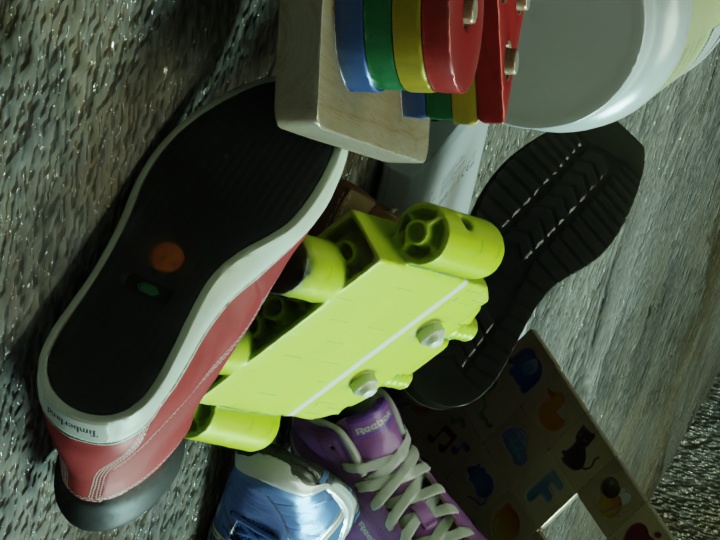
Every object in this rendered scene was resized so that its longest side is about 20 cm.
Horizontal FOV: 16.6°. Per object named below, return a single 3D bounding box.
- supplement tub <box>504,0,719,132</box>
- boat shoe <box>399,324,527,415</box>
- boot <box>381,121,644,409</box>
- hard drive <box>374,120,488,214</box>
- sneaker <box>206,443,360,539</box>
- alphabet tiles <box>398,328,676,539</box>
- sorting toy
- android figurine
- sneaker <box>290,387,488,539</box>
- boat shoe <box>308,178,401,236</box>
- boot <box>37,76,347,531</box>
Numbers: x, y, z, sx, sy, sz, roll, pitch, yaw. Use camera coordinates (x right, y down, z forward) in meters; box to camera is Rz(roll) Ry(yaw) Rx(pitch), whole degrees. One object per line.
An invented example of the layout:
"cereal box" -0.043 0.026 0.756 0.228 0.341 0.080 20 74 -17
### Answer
"supplement tub" 0.123 -0.156 1.364 0.200 0.145 0.145 -35 147 -65
"boat shoe" 0.055 0.082 1.550 0.202 0.075 0.086 -67 166 15
"boot" 0.073 -0.003 1.440 0.200 0.077 0.138 -48 -174 -15
"hard drive" 0.035 -0.020 1.513 0.132 0.026 0.200 -51 160 -45
"sneaker" -0.050 0.160 1.389 0.077 0.076 0.200 -59 166 -28
"alphabet tiles" 0.079 0.138 1.452 0.167 0.200 0.008 -46 146 22
"sorting toy" 0.029 -0.150 1.045 0.200 0.070 0.199 7 87 -76
"android figurine" -0.011 0.028 1.216 0.182 0.041 0.200 -37 155 18
"sneaker" 0.023 0.136 1.408 0.073 0.200 0.114 -35 143 -24
"boat shoe" 0.000 0.000 1.315 0.076 0.074 0.200 -65 166 -4
"boot" -0.075 0.017 1.091 0.200 0.072 0.144 -55 167 -26
